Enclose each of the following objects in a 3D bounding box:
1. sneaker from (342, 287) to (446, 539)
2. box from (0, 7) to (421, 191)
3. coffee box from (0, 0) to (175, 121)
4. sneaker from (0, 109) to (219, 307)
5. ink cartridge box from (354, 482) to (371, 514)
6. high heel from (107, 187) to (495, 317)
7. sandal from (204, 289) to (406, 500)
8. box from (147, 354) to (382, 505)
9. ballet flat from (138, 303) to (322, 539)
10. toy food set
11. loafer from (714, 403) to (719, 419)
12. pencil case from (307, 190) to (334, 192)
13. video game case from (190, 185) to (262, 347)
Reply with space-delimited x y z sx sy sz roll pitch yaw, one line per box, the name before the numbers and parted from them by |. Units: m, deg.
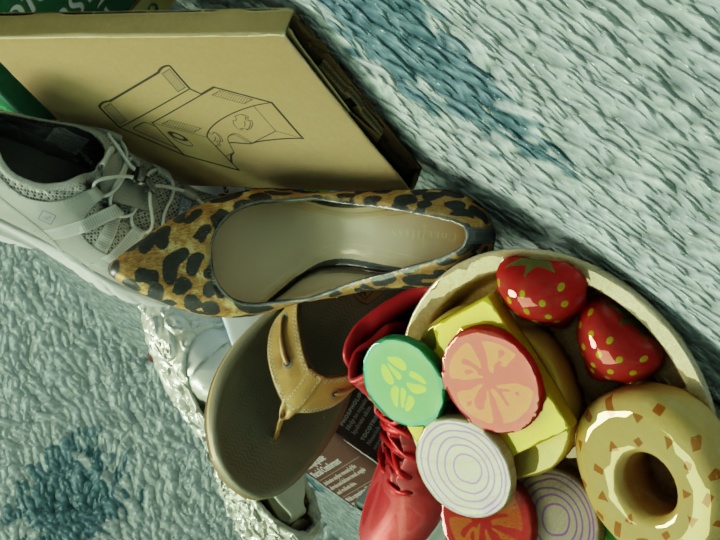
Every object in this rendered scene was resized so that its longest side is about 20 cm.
sneaker | 0.019 0.082 1.652 0.115 0.200 0.078 7 -154 -38
box | -0.086 -0.092 1.590 0.200 0.021 0.163 2 152 31
coffee box | -0.201 -0.175 1.621 0.044 0.123 0.200 27 163 47
sneaker | -0.142 -0.038 1.628 0.200 0.075 0.082 16 146 -17
ink cartridge box | 0.119 0.166 1.901 0.200 0.146 0.083 44 170 -23
high heel | -0.031 -0.014 1.569 0.143 0.200 0.071 170 94 -76
sandal | -0.018 0.043 1.661 0.080 0.200 0.054 40 177 -10
box | -0.036 0.079 1.961 0.200 0.075 0.100 37 156 -6
ballet flat | -0.074 0.094 1.862 0.200 0.072 0.072 65 165 -14
toy food set | 0.101 0.084 1.528 0.198 0.049 0.200 -31 94 41
loafer | 0.133 0.074 1.575 0.200 0.068 0.076 36 155 -4
pencil case | 0.000 0.000 1.783 0.087 0.078 0.200 62 -179 20
video game case | -0.066 -0.001 1.791 0.200 0.045 0.181 -34 -78 -87
